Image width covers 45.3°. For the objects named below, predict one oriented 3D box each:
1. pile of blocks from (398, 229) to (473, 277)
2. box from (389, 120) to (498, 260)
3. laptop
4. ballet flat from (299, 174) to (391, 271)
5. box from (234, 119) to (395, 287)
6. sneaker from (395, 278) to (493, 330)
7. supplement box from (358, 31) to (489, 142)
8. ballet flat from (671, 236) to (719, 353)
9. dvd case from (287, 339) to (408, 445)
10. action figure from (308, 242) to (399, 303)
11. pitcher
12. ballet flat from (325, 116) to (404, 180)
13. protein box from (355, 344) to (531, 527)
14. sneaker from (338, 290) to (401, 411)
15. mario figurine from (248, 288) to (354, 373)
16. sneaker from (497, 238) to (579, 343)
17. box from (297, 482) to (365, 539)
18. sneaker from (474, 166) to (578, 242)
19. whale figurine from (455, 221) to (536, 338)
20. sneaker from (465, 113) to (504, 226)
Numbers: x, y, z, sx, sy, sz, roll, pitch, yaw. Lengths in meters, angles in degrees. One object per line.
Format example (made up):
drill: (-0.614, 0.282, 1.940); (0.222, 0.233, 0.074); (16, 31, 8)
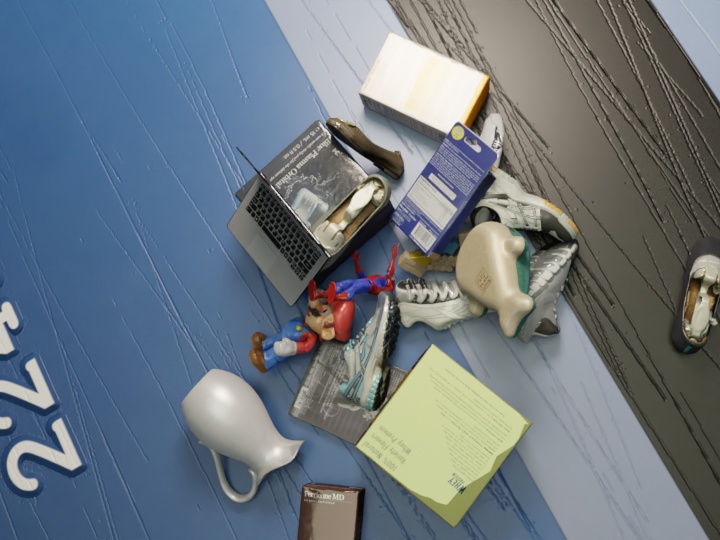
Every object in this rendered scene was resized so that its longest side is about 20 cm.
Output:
pile of blocks: (0.162, -0.041, 1.470); (0.197, 0.062, 0.083); (-3, 122, 5)
box: (0.142, -0.132, 1.415); (0.201, 0.032, 0.121); (-55, 48, 16)
laptop: (-0.149, -0.062, 1.359); (0.188, 0.115, 0.200); (50, 124, 16)
ballet flat: (-0.030, -0.079, 1.390); (0.067, 0.064, 0.200); (44, 90, 7)
box: (-0.074, -0.114, 1.494); (0.196, 0.117, 0.200); (-42, 79, 0)
sneaker: (0.157, 0.059, 1.463); (0.197, 0.075, 0.082); (2, 107, 2)
supplement box: (0.113, -0.315, 1.520); (0.199, 0.074, 0.127); (28, 86, 11)
ballet flat: (0.558, 0.038, 1.402); (0.072, 0.073, 0.202); (17, 83, 10)
dvd case: (-0.007, 0.217, 1.481); (0.198, 0.016, 0.150); (23, 83, 12)
action figure: (0.000, 0.000, 1.427); (0.065, 0.199, 0.100); (9, 96, 35)
pitcher: (-0.219, 0.281, 1.459); (0.200, 0.121, 0.172); (43, 104, 1)
ballet flat: (0.015, -0.214, 1.466); (0.047, 0.199, 0.067); (-56, 45, 4)
protein box: (0.129, 0.259, 1.383); (0.198, 0.135, 0.201); (38, 85, 6)
sneaker: (0.009, 0.128, 1.434); (0.085, 0.078, 0.202); (14, 96, 18)
mario figurine: (-0.103, 0.088, 1.466); (0.199, 0.106, 0.124); (-27, 61, 10)
sneaker: (0.313, 0.043, 1.445); (0.200, 0.075, 0.116); (-43, 112, -22)
box: (-0.052, 0.458, 1.420); (0.099, 0.075, 0.203); (3, 80, 9)
sneaker: (0.263, -0.090, 1.430); (0.199, 0.076, 0.088); (31, 92, -5)
whale figurine: (0.229, 0.015, 1.353); (0.160, 0.103, 0.201); (-62, 33, 31)
sneaker: (0.181, -0.179, 1.487); (0.114, 0.075, 0.202); (11, 86, 7)
